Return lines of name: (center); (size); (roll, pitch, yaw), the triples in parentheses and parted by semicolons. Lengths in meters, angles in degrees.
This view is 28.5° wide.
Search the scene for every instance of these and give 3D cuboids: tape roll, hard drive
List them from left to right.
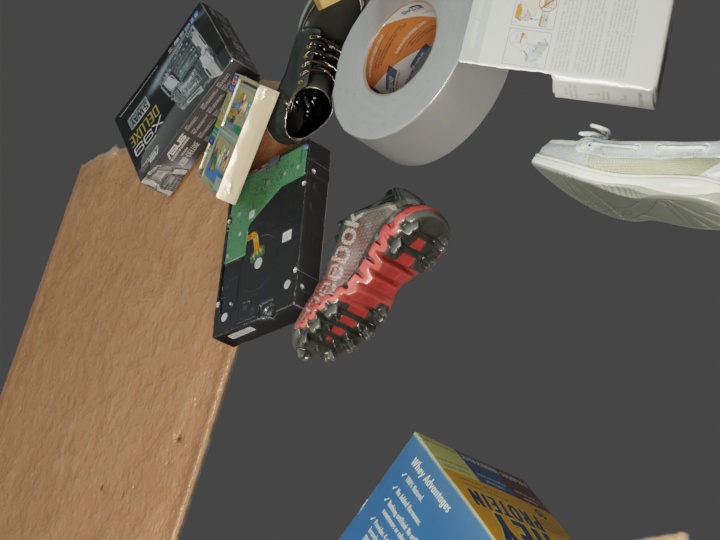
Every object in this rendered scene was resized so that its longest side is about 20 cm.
hard drive: (-0.095, -0.029, 1.536); (0.139, 0.038, 0.202); (-23, 53, 41)
tape roll: (0.061, -0.211, 1.434); (0.199, 0.066, 0.202); (-28, 49, 37)

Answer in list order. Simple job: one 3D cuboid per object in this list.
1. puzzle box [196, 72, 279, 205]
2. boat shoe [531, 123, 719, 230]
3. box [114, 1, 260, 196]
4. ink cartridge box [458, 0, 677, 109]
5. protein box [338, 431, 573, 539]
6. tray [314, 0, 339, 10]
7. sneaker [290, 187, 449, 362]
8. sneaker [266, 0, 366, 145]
puzzle box: (-0.142, -0.154, 1.612); (0.134, 0.025, 0.200); (-68, 16, 5)
boat shoe: (0.228, -0.082, 1.152); (0.201, 0.074, 0.065); (13, 73, 49)
box: (-0.223, -0.217, 1.795); (0.200, 0.049, 0.158); (-50, 39, 17)
ink cartridge box: (0.192, -0.249, 1.243); (0.171, 0.044, 0.202); (10, 73, 17)
protein box: (0.071, 0.274, 1.067); (0.201, 0.134, 0.199); (-55, 37, 11)
tray: (0.043, -0.326, 1.446); (0.098, 0.037, 0.200); (-16, 15, 45)
sneaker: (0.000, 0.000, 1.375); (0.201, 0.070, 0.098); (-48, 39, 16)
sneaker: (-0.036, -0.227, 1.530); (0.202, 0.074, 0.106); (-68, 16, 1)
